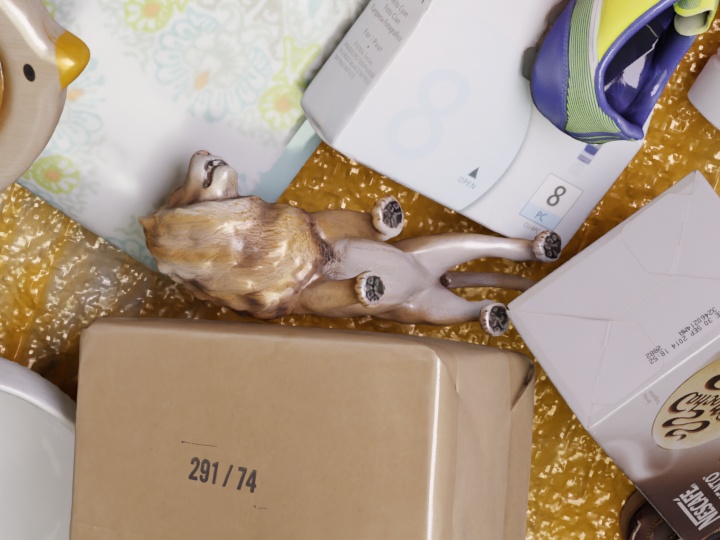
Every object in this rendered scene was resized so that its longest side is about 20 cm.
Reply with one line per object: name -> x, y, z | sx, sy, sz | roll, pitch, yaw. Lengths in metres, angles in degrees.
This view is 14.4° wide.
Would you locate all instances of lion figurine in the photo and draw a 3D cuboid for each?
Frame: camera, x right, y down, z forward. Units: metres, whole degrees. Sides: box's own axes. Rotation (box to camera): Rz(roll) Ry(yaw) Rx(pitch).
lion figurine -> 0.000, 0.000, 1.353 | 0.200, 0.122, 0.073 | 21, 72, -41

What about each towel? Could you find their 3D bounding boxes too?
towel -> -0.089, -0.108, 1.356 | 0.171, 0.048, 0.200 | 34, 104, -17

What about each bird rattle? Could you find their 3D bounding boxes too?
bird rattle -> -0.216, -0.095, 1.288 | 0.163, 0.113, 0.200 | 38, 107, -6

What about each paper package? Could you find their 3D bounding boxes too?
paper package -> -0.031, 0.121, 1.327 | 0.199, 0.103, 0.191 | 2, 88, 28

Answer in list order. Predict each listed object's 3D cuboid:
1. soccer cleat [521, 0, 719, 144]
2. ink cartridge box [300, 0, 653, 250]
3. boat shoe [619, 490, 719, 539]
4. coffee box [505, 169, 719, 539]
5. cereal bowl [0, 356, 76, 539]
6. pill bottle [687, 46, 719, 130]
soccer cleat -> 0.149, -0.147, 1.308 | 0.065, 0.084, 0.201 | 29, 89, -39
ink cartridge box -> 0.090, -0.117, 1.347 | 0.160, 0.047, 0.200 | 25, 109, -39
boat shoe -> 0.234, 0.117, 1.482 | 0.200, 0.070, 0.071 | -28, 114, 3
coffee box -> 0.160, 0.047, 1.378 | 0.113, 0.080, 0.200 | -35, 151, 4
cereal bowl -> -0.214, 0.123, 1.415 | 0.199, 0.083, 0.201 | -3, 113, -6
pill bottle -> 0.245, -0.141, 1.351 | 0.111, 0.111, 0.200 | 29, 106, -18
